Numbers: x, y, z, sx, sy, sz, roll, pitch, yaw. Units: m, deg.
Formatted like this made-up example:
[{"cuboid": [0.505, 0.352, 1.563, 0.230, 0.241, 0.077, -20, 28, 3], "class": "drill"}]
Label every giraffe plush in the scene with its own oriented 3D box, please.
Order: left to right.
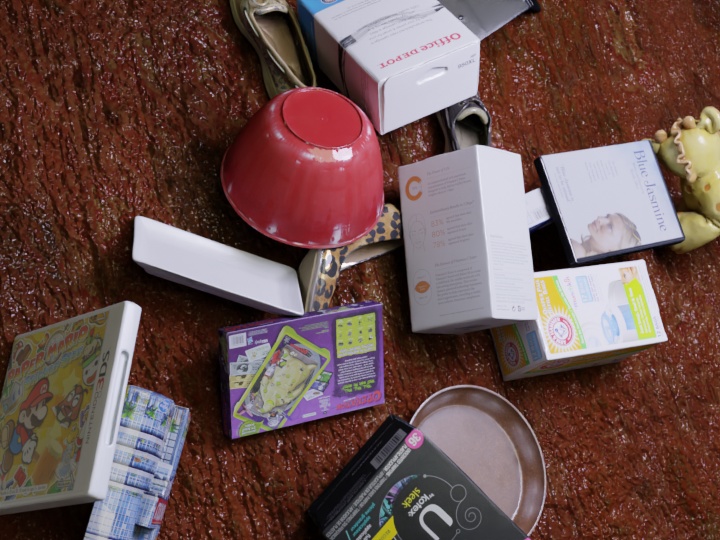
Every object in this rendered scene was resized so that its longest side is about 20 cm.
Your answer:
[{"cuboid": [0.457, -0.131, 1.640, 0.171, 0.200, 0.163, -32, 94, 11], "class": "giraffe plush"}]

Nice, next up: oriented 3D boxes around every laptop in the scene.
[{"cuboid": [0.143, -0.405, 1.671, 0.189, 0.115, 0.200, 56, 16, 0], "class": "laptop"}]

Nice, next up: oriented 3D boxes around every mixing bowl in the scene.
[{"cuboid": [-0.055, -0.137, 1.397, 0.197, 0.109, 0.202, 10, 47, -11], "class": "mixing bowl"}]

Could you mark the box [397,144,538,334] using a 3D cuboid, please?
[{"cuboid": [0.127, -0.033, 1.455, 0.097, 0.123, 0.204, 5, 77, -48], "class": "box"}]

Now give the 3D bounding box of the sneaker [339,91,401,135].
[{"cuboid": [0.048, -0.239, 1.558, 0.197, 0.071, 0.094, -23, 39, -11], "class": "sneaker"}]

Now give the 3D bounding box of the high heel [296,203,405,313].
[{"cuboid": [0.000, 0.000, 1.438, 0.141, 0.071, 0.203, 21, 60, -21], "class": "high heel"}]

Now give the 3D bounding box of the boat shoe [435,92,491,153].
[{"cuboid": [0.140, -0.194, 1.585, 0.072, 0.065, 0.203, 1, 69, -24], "class": "boat shoe"}]

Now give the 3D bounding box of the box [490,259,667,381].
[{"cuboid": [0.269, 0.062, 1.537, 0.197, 0.101, 0.114, -5, 74, -29], "class": "box"}]

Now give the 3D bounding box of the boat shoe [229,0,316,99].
[{"cuboid": [-0.102, -0.295, 1.495, 0.073, 0.063, 0.202, -20, 81, -31], "class": "boat shoe"}]

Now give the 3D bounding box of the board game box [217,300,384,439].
[{"cuboid": [-0.063, 0.108, 1.358, 0.197, 0.032, 0.122, -9, 101, -31], "class": "board game box"}]

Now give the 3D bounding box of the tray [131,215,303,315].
[{"cuboid": [-0.160, 0.001, 1.352, 0.197, 0.022, 0.108, 19, 25, -18], "class": "tray"}]

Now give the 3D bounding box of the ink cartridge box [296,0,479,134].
[{"cuboid": [0.033, -0.272, 1.477, 0.143, 0.085, 0.201, -25, 51, -18], "class": "ink cartridge box"}]

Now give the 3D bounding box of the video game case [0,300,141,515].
[{"cuboid": [-0.289, 0.134, 1.160, 0.023, 0.198, 0.185, 27, 59, -39], "class": "video game case"}]

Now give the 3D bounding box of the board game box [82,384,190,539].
[{"cuboid": [-0.220, 0.225, 1.184, 0.061, 0.200, 0.203, 14, 78, -4], "class": "board game box"}]

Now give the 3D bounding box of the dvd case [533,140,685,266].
[{"cuboid": [0.321, -0.089, 1.559, 0.197, 0.018, 0.145, -11, 77, -32], "class": "dvd case"}]

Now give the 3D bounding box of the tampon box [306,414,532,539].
[{"cuboid": [0.067, 0.281, 1.306, 0.200, 0.126, 0.150, 43, 84, -7], "class": "tampon box"}]

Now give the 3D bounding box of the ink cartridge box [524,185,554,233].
[{"cuboid": [0.233, -0.080, 1.576, 0.198, 0.094, 0.045, -24, 83, -32], "class": "ink cartridge box"}]

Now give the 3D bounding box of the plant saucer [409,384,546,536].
[{"cuboid": [0.129, 0.238, 1.439, 0.197, 0.034, 0.204, 9, 68, -24], "class": "plant saucer"}]
